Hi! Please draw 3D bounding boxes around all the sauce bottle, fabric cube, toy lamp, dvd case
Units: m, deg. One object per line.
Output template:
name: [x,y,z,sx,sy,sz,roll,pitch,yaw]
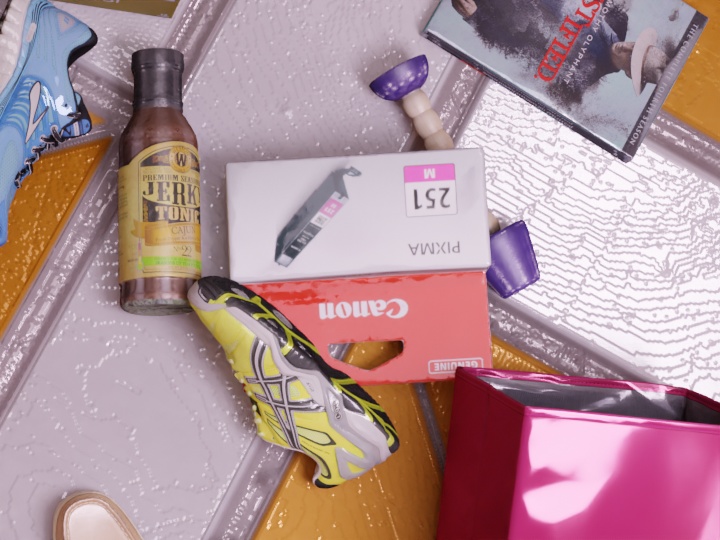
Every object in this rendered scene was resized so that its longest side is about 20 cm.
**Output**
sauce bottle: [-0.154,-0.068,1.615,0.065,0.065,0.200,-1,81,-13]
fabric cube: [0.172,0.188,1.555,0.196,0.200,0.200,5,95,-12]
toy lamp: [0.079,-0.072,1.673,0.058,0.058,0.200,-28,88,-16]
dvd case: [0.168,-0.199,1.735,0.200,0.022,0.146,32,75,-6]

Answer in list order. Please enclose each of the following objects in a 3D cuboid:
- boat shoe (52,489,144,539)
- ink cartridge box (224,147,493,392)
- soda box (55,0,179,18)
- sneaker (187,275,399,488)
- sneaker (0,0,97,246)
boat shoe: [-0.168,0.253,1.552,0.074,0.069,0.200,-22,86,-16]
ink cartridge box: [0.000,0.000,1.621,0.200,0.044,0.174,-3,84,1]
soda box: [-0.234,-0.247,1.629,0.200,0.064,0.068,8,79,-12]
sneaker: [-0.061,0.087,1.589,0.076,0.075,0.200,-43,103,9]
sneaker: [-0.246,-0.109,1.596,0.090,0.078,0.200,17,77,-13]
